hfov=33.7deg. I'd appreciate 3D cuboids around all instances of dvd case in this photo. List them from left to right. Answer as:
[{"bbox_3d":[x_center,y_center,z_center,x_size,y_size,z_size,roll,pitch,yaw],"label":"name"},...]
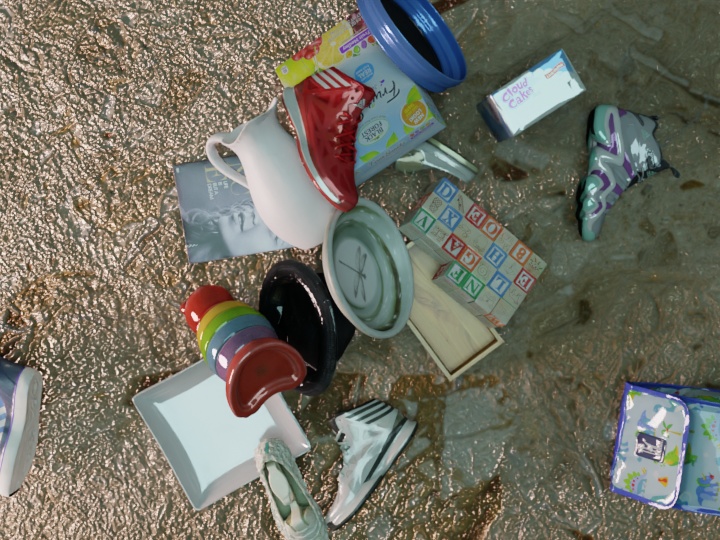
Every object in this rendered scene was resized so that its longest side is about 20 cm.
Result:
[{"bbox_3d":[-0.166,-0.098,1.749,0.200,0.016,0.149,-9,94,0],"label":"dvd case"}]

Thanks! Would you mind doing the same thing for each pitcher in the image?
[{"bbox_3d":[-0.122,-0.128,1.687,0.200,0.172,0.121,55,53,-17],"label":"pitcher"}]

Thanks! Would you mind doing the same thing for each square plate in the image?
[{"bbox_3d":[-0.205,0.225,1.766,0.200,0.028,0.198,-29,94,2],"label":"square plate"}]

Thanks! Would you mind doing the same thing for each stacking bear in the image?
[{"bbox_3d":[-0.184,0.093,1.689,0.121,0.200,0.114,-32,135,-16],"label":"stacking bear"}]

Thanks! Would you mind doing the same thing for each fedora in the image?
[{"bbox_3d":[-0.064,0.076,1.709,0.092,0.201,0.201,-16,95,-37],"label":"fedora"}]

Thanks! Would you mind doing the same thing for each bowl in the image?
[{"bbox_3d":[0.069,-0.333,1.649,0.039,0.201,0.201,-36,94,26],"label":"bowl"}]

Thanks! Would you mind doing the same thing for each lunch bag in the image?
[{"bbox_3d":[0.473,0.257,1.728,0.200,0.127,0.170,9,96,12],"label":"lunch bag"}]

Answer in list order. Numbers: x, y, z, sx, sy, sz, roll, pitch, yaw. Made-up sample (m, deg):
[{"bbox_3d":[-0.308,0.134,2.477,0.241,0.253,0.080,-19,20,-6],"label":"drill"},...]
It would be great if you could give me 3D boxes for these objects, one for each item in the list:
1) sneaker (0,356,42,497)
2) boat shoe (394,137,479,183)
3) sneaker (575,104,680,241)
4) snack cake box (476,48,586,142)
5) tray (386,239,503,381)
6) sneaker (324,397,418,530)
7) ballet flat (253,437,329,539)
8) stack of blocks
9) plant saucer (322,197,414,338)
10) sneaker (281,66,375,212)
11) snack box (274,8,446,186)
[{"bbox_3d":[-0.555,0.221,1.746,0.146,0.081,0.200,12,97,7],"label":"sneaker"},{"bbox_3d":[0.073,-0.171,1.720,0.200,0.075,0.068,29,95,8],"label":"boat shoe"},{"bbox_3d":[0.391,-0.134,1.717,0.140,0.078,0.200,8,94,0],"label":"sneaker"},{"bbox_3d":[0.232,-0.238,1.648,0.115,0.200,0.067,-31,93,2],"label":"snack cake box"},{"bbox_3d":[0.111,0.053,1.751,0.099,0.037,0.200,-37,92,3],"label":"tray"},{"bbox_3d":[-0.015,0.277,1.757,0.115,0.076,0.201,35,85,6],"label":"sneaker"},{"bbox_3d":[-0.104,0.340,1.739,0.072,0.072,0.200,-25,105,2],"label":"ballet flat"},{"bbox_3d":[0.153,-0.024,1.706,0.200,0.059,0.115,40,74,-9],"label":"stack of blocks"},{"bbox_3d":[0.000,0.000,1.654,0.050,0.200,0.200,-15,95,33],"label":"plant saucer"},{"bbox_3d":[-0.024,-0.187,1.593,0.115,0.078,0.200,-30,75,21],"label":"sneaker"},{"bbox_3d":[-0.001,-0.243,1.667,0.169,0.068,0.200,-33,74,16],"label":"snack box"}]
